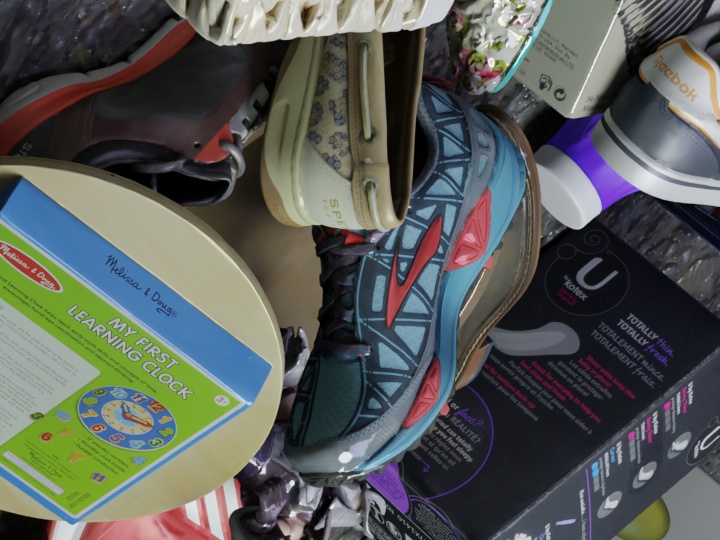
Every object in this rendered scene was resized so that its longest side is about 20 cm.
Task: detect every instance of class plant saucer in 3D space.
[{"bbox_3d":[-0.021,-0.009,1.374,0.199,0.029,0.201,-17,131,-20],"label":"plant saucer"}]

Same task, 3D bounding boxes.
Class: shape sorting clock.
[{"bbox_3d":[-0.130,0.031,1.197,0.039,0.199,0.201,-77,176,-45],"label":"shape sorting clock"}]

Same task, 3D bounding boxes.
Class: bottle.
[{"bbox_3d":[0.174,-0.102,1.540,0.200,0.065,0.084,-40,147,-16],"label":"bottle"}]

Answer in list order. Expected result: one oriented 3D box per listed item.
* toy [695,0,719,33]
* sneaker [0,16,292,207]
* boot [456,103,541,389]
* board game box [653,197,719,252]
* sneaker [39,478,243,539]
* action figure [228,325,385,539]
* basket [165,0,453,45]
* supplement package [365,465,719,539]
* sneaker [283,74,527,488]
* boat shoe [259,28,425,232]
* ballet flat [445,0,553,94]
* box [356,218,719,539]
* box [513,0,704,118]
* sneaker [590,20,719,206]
[{"bbox_3d":[0.229,-0.207,1.445,0.115,0.047,0.201,-12,140,-43],"label":"toy"},{"bbox_3d":[-0.070,-0.058,1.241,0.200,0.082,0.077,-30,146,-29],"label":"sneaker"},{"bbox_3d":[0.030,0.008,1.466,0.097,0.075,0.201,-29,147,-36],"label":"boot"},{"bbox_3d":[0.253,-0.052,1.587,0.035,0.200,0.136,37,95,-27],"label":"board game box"},{"bbox_3d":[-0.104,0.154,1.398,0.079,0.115,0.201,-80,-173,-54],"label":"sneaker"},{"bbox_3d":[-0.063,0.072,1.306,0.200,0.131,0.069,31,122,-29],"label":"action figure"},{"bbox_3d":[-0.022,-0.200,1.092,0.123,0.136,0.201,-14,137,-40],"label":"basket"},{"bbox_3d":[0.134,0.199,1.705,0.191,0.200,0.147,-43,150,-11],"label":"supplement package"},{"bbox_3d":[0.000,0.000,1.286,0.096,0.079,0.201,45,55,-38],"label":"sneaker"},{"bbox_3d":[0.011,-0.113,1.238,0.073,0.062,0.201,25,75,-62],"label":"boat shoe"},{"bbox_3d":[0.077,-0.179,1.333,0.064,0.076,0.201,20,107,-27],"label":"ballet flat"},{"bbox_3d":[0.101,0.087,1.606,0.200,0.122,0.106,-37,149,-19],"label":"box"},{"bbox_3d":[0.139,-0.177,1.400,0.082,0.068,0.201,-15,137,-46],"label":"box"},{"bbox_3d":[0.202,-0.076,1.459,0.200,0.078,0.080,1,130,-54],"label":"sneaker"}]
